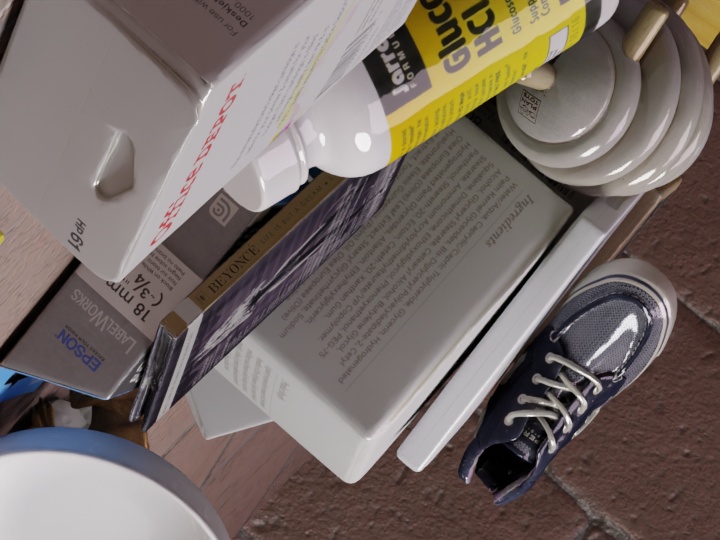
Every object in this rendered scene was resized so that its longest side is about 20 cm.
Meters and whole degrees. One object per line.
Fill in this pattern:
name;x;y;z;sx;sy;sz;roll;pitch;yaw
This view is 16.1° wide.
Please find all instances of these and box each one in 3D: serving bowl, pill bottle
serving bowl;-0.163;0.166;1.463;0.200;0.200;0.066;-52;-166;29
pill bottle;0.012;-0.114;1.166;0.200;0.113;0.112;-34;170;-16

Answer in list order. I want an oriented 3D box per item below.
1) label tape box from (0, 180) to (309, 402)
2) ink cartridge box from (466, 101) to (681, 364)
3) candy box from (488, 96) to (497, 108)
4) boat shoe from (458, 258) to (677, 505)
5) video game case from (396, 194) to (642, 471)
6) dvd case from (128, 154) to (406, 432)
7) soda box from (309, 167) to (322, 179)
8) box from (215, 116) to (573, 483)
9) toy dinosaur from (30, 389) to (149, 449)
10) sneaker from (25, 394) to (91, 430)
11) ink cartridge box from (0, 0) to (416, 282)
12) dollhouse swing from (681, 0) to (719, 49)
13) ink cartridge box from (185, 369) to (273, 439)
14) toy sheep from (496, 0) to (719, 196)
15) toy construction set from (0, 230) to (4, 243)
label tape box;-0.118;0.019;1.387;0.200;0.063;0.144;-50;173;11
ink cartridge box;0.091;-0.062;1.747;0.165;0.200;0.075;-52;174;21
candy box;0.124;-0.169;1.700;0.057;0.117;0.200;-53;172;34
boat shoe;0.134;0.079;1.664;0.093;0.075;0.200;-58;-179;-43
video game case;0.108;0.026;1.624;0.200;0.024;0.182;-53;175;21
dvd case;-0.044;-0.005;1.368;0.200;0.016;0.149;-44;172;-24
soda box;0.005;-0.125;1.338;0.064;0.068;0.200;-43;172;-31
box;0.000;0.000;1.605;0.200;0.171;0.199;-47;175;-12
toy dinosaur;-0.145;0.114;1.494;0.060;0.106;0.201;-40;127;-67
sneaker;-0.162;0.127;1.622;0.076;0.092;0.200;-50;175;12
ink cartridge box;-0.047;-0.108;0.985;0.200;0.085;0.145;-46;173;-36
dollhouse swing;0.272;-0.242;1.773;0.200;0.175;0.182;100;8;-77
ink cartridge box;-0.027;0.040;1.825;0.146;0.086;0.200;-16;-174;22
toy sheep;0.148;-0.110;1.528;0.200;0.138;0.138;14;122;-49
toy construction set;-0.202;0.041;0.827;0.200;0.092;0.131;-61;173;8
